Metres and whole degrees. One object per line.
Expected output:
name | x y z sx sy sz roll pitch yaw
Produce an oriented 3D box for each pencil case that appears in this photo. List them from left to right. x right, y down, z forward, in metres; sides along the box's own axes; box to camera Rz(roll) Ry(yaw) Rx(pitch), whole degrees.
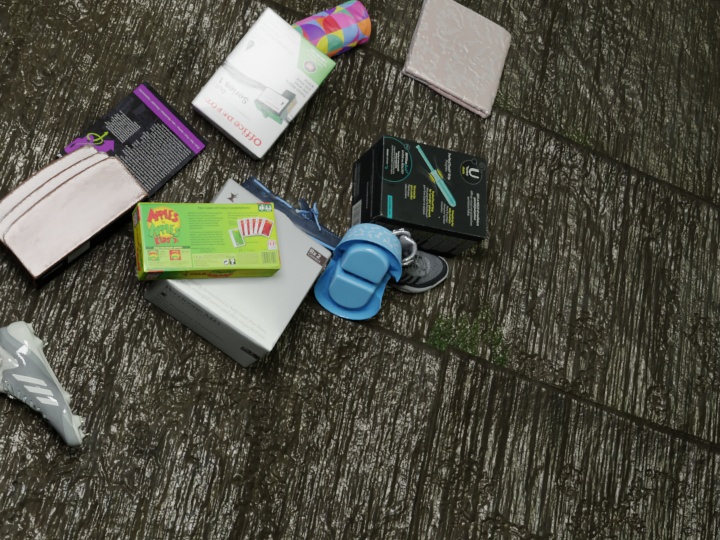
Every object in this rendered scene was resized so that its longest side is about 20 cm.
pencil case | -0.077 -0.408 1.790 0.200 0.088 0.088 -26 86 -30

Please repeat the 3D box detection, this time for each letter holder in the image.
letter holder | -0.433 -0.094 1.494 0.200 0.101 0.142 -40 92 -17

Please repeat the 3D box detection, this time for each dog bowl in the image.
dog bowl | 0.000 0.000 1.637 0.111 0.200 0.050 24 50 -6

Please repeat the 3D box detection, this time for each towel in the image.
towel | 0.184 -0.408 1.938 0.191 0.032 0.200 25 65 -15

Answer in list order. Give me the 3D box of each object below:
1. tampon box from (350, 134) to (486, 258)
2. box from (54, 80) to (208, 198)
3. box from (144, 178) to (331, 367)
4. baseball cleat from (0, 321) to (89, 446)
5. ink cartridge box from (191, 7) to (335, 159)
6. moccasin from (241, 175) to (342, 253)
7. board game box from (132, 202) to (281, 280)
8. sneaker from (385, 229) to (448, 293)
tampon box | 0.100 -0.122 1.755 0.200 0.126 0.150 11 70 -22
box | -0.357 -0.187 1.617 0.143 0.036 0.200 45 60 -5
box | -0.188 0.006 1.579 0.199 0.131 0.200 36 63 -10
baseball cleat | -0.467 0.173 1.443 0.106 0.070 0.200 -25 76 -22
ink cartridge box | -0.158 -0.299 1.670 0.146 0.084 0.200 38 89 -9
moccasin | -0.106 -0.091 1.674 0.200 0.080 0.068 28 76 -16
board game box | -0.221 -0.043 1.479 0.200 0.048 0.102 -2 74 -24
sneaker | 0.080 -0.015 1.713 0.200 0.114 0.076 3 69 -29
